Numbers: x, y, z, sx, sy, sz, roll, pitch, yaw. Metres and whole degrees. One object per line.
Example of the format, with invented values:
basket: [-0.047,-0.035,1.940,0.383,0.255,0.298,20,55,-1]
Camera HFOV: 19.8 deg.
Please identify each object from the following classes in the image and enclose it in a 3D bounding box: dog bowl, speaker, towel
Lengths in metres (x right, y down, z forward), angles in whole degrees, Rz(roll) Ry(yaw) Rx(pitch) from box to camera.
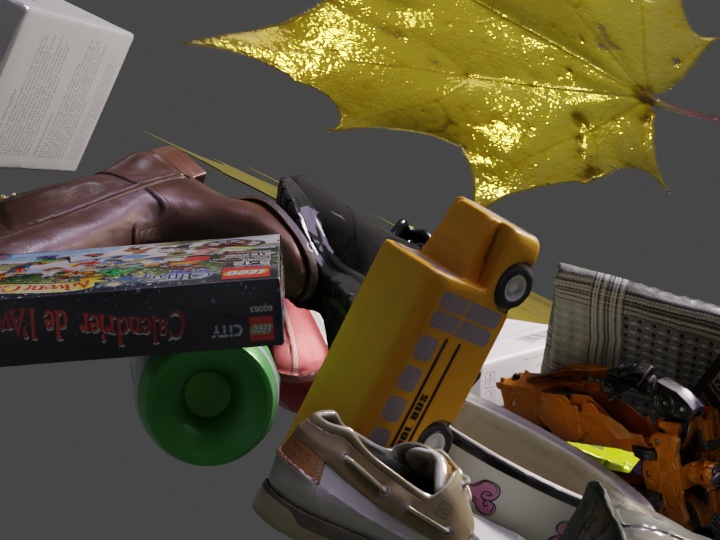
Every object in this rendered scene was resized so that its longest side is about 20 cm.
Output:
dog bowl: [0.089,0.143,1.348,0.199,0.074,0.200,27,6,-3]
speaker: [-0.097,0.055,1.245,0.088,0.089,0.200,25,7,-12]
towel: [0.220,0.084,1.490,0.191,0.035,0.201,16,-34,12]

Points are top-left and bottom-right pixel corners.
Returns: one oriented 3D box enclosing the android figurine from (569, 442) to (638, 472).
android figurine: [0.155,0.132,1.670,0.199,0.041,0.182,27,9,29]

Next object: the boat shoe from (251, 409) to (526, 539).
boat shoe: [0.034,0.137,1.188,0.199,0.069,0.075,22,8,-38]

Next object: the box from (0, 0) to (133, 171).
box: [-0.260,-0.143,1.327,0.151,0.107,0.200,27,7,11]

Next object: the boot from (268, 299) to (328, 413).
boot: [-0.099,0.014,1.466,0.144,0.073,0.201,17,30,-45]

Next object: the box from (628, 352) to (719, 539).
box: [0.269,0.149,1.430,0.143,0.036,0.200,56,-27,20]

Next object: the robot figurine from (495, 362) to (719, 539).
robot figurine: [0.181,0.128,1.446,0.058,0.146,0.199,-18,15,-38]

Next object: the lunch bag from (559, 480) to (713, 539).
lunch bag: [0.171,0.207,1.006,0.163,0.118,0.200,26,12,-9]

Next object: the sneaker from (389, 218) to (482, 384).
sneaker: [0.043,0.014,1.476,0.071,0.083,0.200,22,12,-25]

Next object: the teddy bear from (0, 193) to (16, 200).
teddy bear: [-0.198,-0.021,1.512,0.144,0.067,0.200,27,6,19]

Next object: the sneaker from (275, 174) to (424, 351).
sneaker: [0.000,0.000,1.420,0.090,0.076,0.200,-11,42,-21]

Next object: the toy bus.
toy bus: [0.027,0.052,1.241,0.078,0.201,0.065,21,8,-43]

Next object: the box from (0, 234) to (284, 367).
box: [-0.141,0.016,1.139,0.198,0.038,0.137,-4,10,-2]

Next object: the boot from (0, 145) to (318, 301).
boot: [-0.154,-0.008,1.366,0.186,0.065,0.199,31,35,33]

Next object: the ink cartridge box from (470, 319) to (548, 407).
ink cartridge box: [0.053,0.070,1.614,0.175,0.045,0.199,10,15,42]
